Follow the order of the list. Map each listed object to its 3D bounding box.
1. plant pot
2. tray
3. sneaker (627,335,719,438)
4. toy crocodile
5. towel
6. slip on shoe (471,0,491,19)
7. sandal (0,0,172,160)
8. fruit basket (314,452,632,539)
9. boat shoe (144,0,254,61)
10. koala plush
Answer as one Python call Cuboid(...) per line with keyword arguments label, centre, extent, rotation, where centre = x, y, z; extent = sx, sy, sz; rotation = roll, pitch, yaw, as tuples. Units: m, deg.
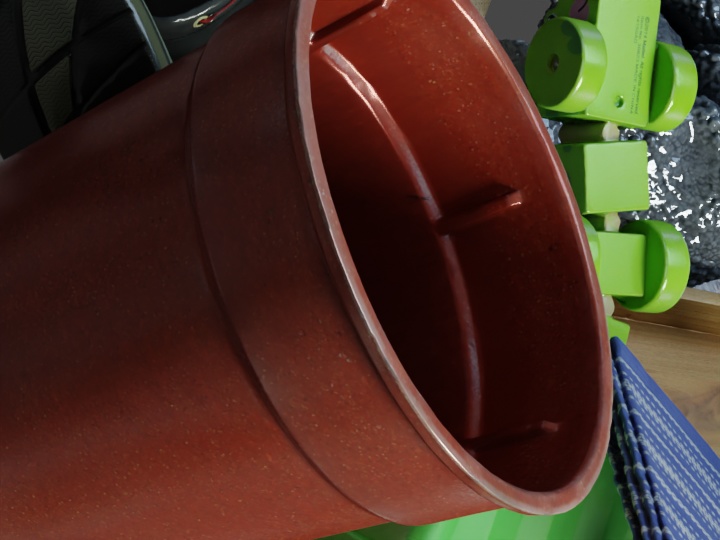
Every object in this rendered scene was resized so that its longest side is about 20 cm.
Cuboid(label="plant pot", centre=(-0.046, 0.014, 0.901), extent=(0.201, 0.194, 0.202), rotation=(44, 35, -42))
Cuboid(label="tray", centre=(0.161, 0.062, 1.207), extent=(0.199, 0.037, 0.099), rotation=(11, 61, -34))
Cuboid(label="sneaker", centre=(0.132, 0.080, 1.279), extent=(0.199, 0.115, 0.076), rotation=(19, 56, -29))
Cuboid(label="toy crocodile", centre=(0.096, -0.044, 1.111), extent=(0.067, 0.062, 0.202), rotation=(3, 91, -37))
Cuboid(label="towel", centre=(0.138, 0.118, 1.011), extent=(0.145, 0.024, 0.200), rotation=(48, 15, -21))
Cuboid(label="slip on shoe", centre=(0.030, -0.117, 1.105), extent=(0.061, 0.200, 0.076), rotation=(41, -24, 27))
Cuboid(label="sandal", centre=(-0.081, -0.038, 1.015), extent=(0.202, 0.079, 0.057), rotation=(64, 29, -32))
Cuboid(label="fruit basket", centre=(0.016, 0.137, 1.043), extent=(0.215, 0.155, 0.217), rotation=(-31, 136, -36))
Cuboid(label="boat shoe", centre=(-0.038, -0.172, 1.089), extent=(0.202, 0.073, 0.063), rotation=(-58, 167, -11))
Cuboid(label="koala plush", centre=(0.082, -0.061, 1.222), extent=(0.199, 0.178, 0.184), rotation=(-12, 52, -46))
